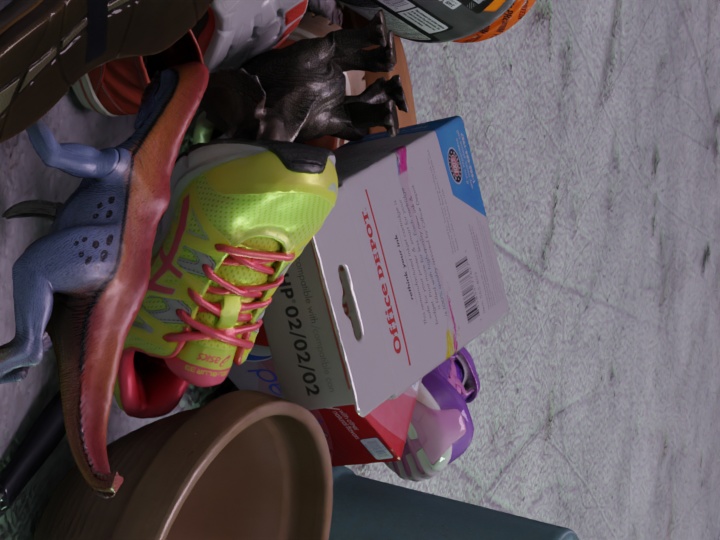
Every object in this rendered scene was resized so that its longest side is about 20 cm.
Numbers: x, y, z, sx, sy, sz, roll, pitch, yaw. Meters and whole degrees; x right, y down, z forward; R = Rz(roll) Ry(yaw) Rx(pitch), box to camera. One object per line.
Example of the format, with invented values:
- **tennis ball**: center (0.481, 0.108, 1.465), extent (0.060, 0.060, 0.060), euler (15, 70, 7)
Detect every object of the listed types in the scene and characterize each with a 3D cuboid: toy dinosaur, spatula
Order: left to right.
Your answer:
- **spatula**: center (-0.169, 0.120, 1.355), extent (0.057, 0.021, 0.200), euler (99, 9, -45)
- **toy dinosaur**: center (-0.111, -0.012, 1.294), extent (0.181, 0.200, 0.105), euler (-41, 164, -18)
- **toy dinosaur**: center (-0.031, -0.091, 1.477), extent (0.200, 0.102, 0.077), euler (-71, 153, -78)

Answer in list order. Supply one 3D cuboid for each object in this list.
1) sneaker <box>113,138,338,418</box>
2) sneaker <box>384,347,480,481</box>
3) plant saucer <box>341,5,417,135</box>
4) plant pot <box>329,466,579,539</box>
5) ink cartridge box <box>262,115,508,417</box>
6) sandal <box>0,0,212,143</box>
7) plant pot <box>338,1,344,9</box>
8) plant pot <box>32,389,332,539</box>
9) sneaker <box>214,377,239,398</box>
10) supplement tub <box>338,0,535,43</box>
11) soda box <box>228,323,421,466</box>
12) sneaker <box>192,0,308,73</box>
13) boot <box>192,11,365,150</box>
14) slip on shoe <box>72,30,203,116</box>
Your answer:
- **sneaker**: center (-0.066, 0.007, 1.372), extent (0.200, 0.078, 0.090), euler (-45, -136, 50)
- **sneaker**: center (0.034, 0.070, 1.733), extent (0.200, 0.088, 0.081), euler (-168, -121, -73)
- **plant saucer**: center (0.015, -0.062, 1.726), extent (0.200, 0.032, 0.201), euler (174, -90, -85)
- **plant pot**: center (0.024, 0.212, 1.730), extent (0.200, 0.196, 0.201), euler (7, 90, -74)
- **ink cartridge box**: center (0.000, 0.000, 1.499), extent (0.200, 0.068, 0.115), euler (-32, 109, -61)
- **sandal**: center (-0.124, -0.121, 1.266), extent (0.200, 0.055, 0.082), euler (-41, 153, -37)
- **plant pot**: center (0.075, -0.246, 1.787), extent (0.200, 0.142, 0.200), euler (8, 90, -72)
- **plant pot**: center (-0.101, 0.147, 1.440), extent (0.201, 0.093, 0.201), euler (-44, 144, -45)
- **sneaker**: center (-0.062, 0.109, 1.641), extent (0.085, 0.074, 0.200), euler (67, 26, -49)
- **supplement tub**: center (0.022, -0.200, 1.608), extent (0.200, 0.122, 0.123), euler (24, 74, -59)
- **soda box**: center (-0.041, 0.025, 1.558), extent (0.200, 0.063, 0.070), euler (51, 43, -43)
- **sneaker**: center (-0.077, -0.152, 1.450), extent (0.077, 0.082, 0.200), euler (-36, 167, -22)
- **boot**: center (-0.051, -0.037, 1.618), extent (0.107, 0.075, 0.200), euler (-47, 146, -37)
- **slip on shoe**: center (-0.116, -0.145, 1.348), extent (0.200, 0.061, 0.074), euler (74, 30, -50)
